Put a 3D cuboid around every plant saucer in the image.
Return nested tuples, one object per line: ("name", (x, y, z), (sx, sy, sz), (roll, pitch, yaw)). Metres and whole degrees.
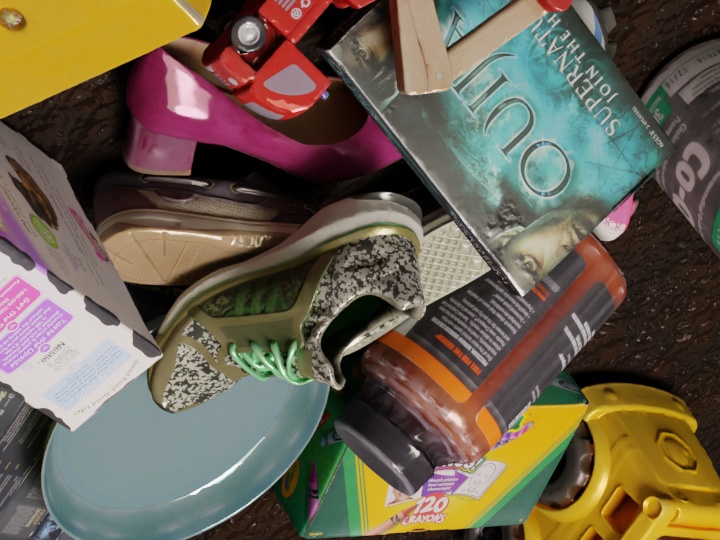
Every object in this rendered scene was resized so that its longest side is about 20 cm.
("plant saucer", (-0.112, 0.092, 1.549), (0.199, 0.027, 0.201), (-22, 138, -21))

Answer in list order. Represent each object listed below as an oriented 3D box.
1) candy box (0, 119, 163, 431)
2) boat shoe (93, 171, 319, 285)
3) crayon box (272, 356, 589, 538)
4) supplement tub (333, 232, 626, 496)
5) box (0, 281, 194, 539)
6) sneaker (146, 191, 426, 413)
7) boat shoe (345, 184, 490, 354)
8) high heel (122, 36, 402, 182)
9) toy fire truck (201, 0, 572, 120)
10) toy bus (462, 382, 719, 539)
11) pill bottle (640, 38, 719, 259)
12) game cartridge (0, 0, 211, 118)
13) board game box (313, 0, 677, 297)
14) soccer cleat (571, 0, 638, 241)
("candy box", (-0.213, -0.027, 1.326), (0.071, 0.168, 0.200), (-40, 140, 9))
("boat shoe", (-0.067, -0.027, 1.488), (0.199, 0.065, 0.072), (3, 148, -26))
("crayon box", (0.049, 0.121, 1.742), (0.199, 0.058, 0.119), (0, 129, -35))
("supplement tub", (0.073, 0.050, 1.615), (0.200, 0.107, 0.107), (-47, 142, -12))
("box", (-0.184, 0.082, 1.547), (0.157, 0.051, 0.200), (15, 119, -43))
("sneaker", (-0.042, 0.036, 1.443), (0.200, 0.089, 0.077), (-35, 139, 20))
("boat shoe", (0.000, 0.000, 1.586), (0.199, 0.062, 0.075), (-27, 126, 13))
("high heel", (-0.039, -0.101, 1.448), (0.199, 0.068, 0.096), (-9, 145, -23))
("toy fire truck", (0.022, -0.148, 1.403), (0.141, 0.049, 0.200), (41, 86, -16))
("toy bus", (0.191, 0.213, 1.831), (0.135, 0.192, 0.200), (9, 126, -42))
("pill bottle", (0.269, -0.051, 1.614), (0.112, 0.200, 0.114), (-19, 138, -18))
("game cartridge", (-0.198, -0.162, 1.208), (0.176, 0.033, 0.200), (-19, 130, 35))
("board game box", (0.082, -0.102, 1.477), (0.135, 0.028, 0.200), (-43, 112, -8))
("soccer cleat", (0.121, -0.089, 1.574), (0.086, 0.070, 0.201), (-32, 134, -20))
